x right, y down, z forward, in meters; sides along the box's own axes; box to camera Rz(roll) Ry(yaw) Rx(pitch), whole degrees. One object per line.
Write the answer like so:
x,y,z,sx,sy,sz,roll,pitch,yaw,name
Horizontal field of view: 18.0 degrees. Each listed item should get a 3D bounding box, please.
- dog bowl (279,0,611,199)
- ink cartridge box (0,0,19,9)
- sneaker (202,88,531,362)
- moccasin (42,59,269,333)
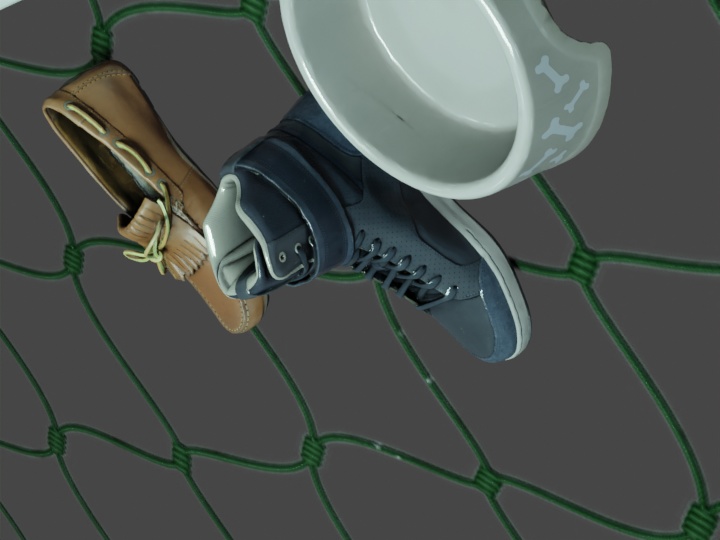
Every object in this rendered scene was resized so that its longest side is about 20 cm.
0.038,-0.126,1.219,0.200,0.059,0.201,32,144,27,dog bowl
-0.234,-0.241,1.407,0.200,0.083,0.147,-11,115,53,ink cartridge box
-0.001,0.000,1.314,0.203,0.146,0.077,52,146,-6,sneaker
-0.134,-0.041,1.491,0.074,0.078,0.202,-18,108,55,moccasin
